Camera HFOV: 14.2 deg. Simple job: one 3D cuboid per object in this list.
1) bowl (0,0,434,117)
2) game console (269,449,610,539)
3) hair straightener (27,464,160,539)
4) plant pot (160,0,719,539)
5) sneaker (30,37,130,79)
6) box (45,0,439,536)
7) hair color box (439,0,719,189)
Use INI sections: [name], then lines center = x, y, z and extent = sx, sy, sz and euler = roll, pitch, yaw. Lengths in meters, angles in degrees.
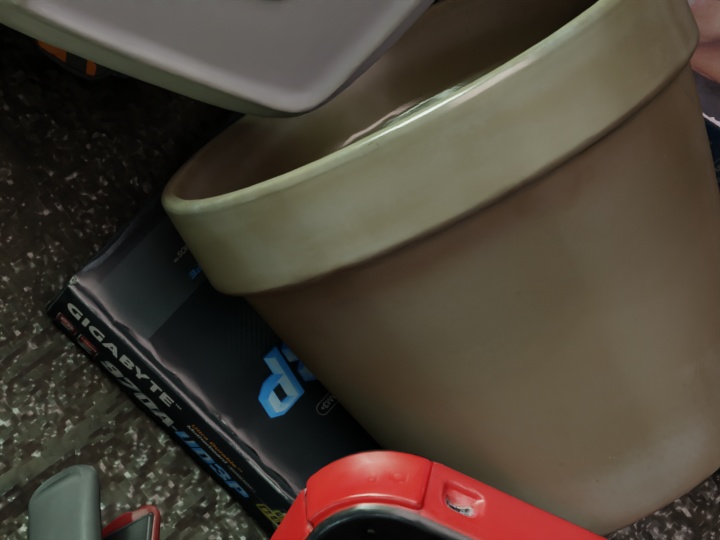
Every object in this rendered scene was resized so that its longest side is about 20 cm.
[bowl]
center = -0.038, -0.132, 0.955
extent = 0.199, 0.200, 0.075
euler = 20, 39, -36
[game console]
center = 0.045, 0.157, 1.047
extent = 0.200, 0.177, 0.031
euler = 25, 39, -10
[hair straightener]
center = -0.112, 0.151, 1.009
extent = 0.077, 0.041, 0.200
euler = 39, 41, -35
[plant pot]
center = 0.056, 0.000, 1.043
extent = 0.200, 0.200, 0.174
euler = -35, 105, -25
[sneaker]
center = -0.058, -0.125, 1.116
extent = 0.199, 0.078, 0.112
euler = 13, 111, 7
[box]
center = 0.000, 0.000, 1.136
extent = 0.159, 0.046, 0.200
euler = 45, 65, -2
[hair color box]
center = 0.131, -0.104, 1.206
extent = 0.200, 0.061, 0.100
euler = 33, 66, -7
